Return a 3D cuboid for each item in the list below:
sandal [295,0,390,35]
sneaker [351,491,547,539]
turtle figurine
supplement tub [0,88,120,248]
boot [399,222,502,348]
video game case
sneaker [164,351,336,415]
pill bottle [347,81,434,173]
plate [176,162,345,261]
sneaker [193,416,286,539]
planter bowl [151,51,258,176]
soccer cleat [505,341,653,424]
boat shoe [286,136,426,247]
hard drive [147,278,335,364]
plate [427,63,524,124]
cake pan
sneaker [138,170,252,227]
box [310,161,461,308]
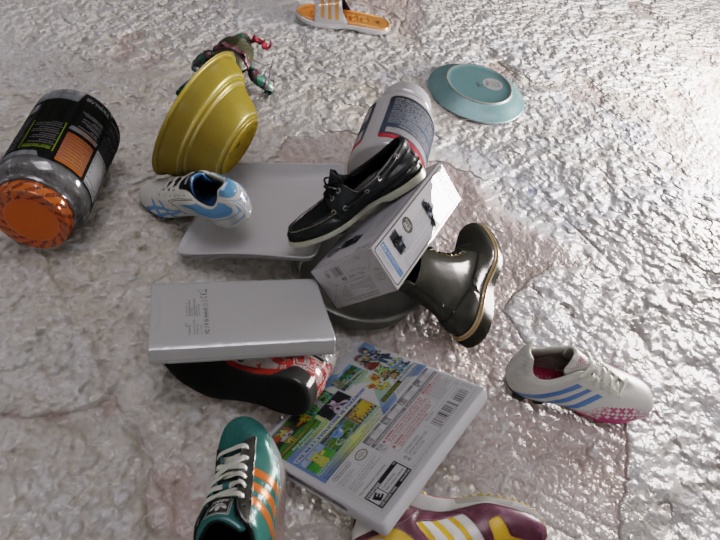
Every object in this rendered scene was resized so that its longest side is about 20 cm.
[{"bbox_3d":[-0.033,-0.542,1.367,0.201,0.060,0.080,5,47,-9],"label":"sandal"},{"bbox_3d":[0.088,0.274,0.652,0.195,0.076,0.091,4,44,3],"label":"sneaker"},{"bbox_3d":[-0.224,-0.342,1.122,0.147,0.102,0.202,18,52,4],"label":"turtle figurine"},{"bbox_3d":[-0.402,-0.135,0.871,0.119,0.124,0.203,8,46,-6],"label":"supplement tub"},{"bbox_3d":[0.118,-0.018,0.876,0.137,0.077,0.203,36,40,-25],"label":"boot"},{"bbox_3d":[0.013,0.167,0.716,0.180,0.022,0.200,16,42,36],"label":"video game case"},{"bbox_3d":[-0.126,0.099,0.770,0.197,0.069,0.108,14,27,17],"label":"sneaker"},{"bbox_3d":[0.056,-0.208,1.045,0.117,0.121,0.202,16,47,2],"label":"pill bottle"},{"bbox_3d":[-0.130,-0.079,0.917,0.195,0.033,0.202,2,44,13],"label":"plate"},{"bbox_3d":[-0.116,0.224,0.628,0.070,0.080,0.203,-23,50,11],"label":"sneaker"},{"bbox_3d":[-0.203,-0.199,0.939,0.083,0.201,0.202,34,48,-2],"label":"planter bowl"},{"bbox_3d":[0.278,0.135,0.808,0.195,0.087,0.071,10,46,-5],"label":"soccer cleat"},{"bbox_3d":[-0.014,-0.102,0.823,0.196,0.067,0.075,-28,30,0],"label":"boat shoe"},{"bbox_3d":[-0.137,0.054,0.749,0.195,0.027,0.133,-1,30,-15],"label":"hard drive"},{"bbox_3d":[0.228,-0.355,1.283,0.195,0.026,0.203,6,47,-6],"label":"plate"},{"bbox_3d":[0.000,0.000,0.900,0.195,0.037,0.203,7,48,-7],"label":"cake pan"},{"bbox_3d":[-0.230,-0.107,0.891,0.196,0.073,0.072,10,51,32],"label":"sneaker"},{"bbox_3d":[0.037,-0.047,0.840,0.061,0.115,0.201,53,46,-17],"label":"box"}]
